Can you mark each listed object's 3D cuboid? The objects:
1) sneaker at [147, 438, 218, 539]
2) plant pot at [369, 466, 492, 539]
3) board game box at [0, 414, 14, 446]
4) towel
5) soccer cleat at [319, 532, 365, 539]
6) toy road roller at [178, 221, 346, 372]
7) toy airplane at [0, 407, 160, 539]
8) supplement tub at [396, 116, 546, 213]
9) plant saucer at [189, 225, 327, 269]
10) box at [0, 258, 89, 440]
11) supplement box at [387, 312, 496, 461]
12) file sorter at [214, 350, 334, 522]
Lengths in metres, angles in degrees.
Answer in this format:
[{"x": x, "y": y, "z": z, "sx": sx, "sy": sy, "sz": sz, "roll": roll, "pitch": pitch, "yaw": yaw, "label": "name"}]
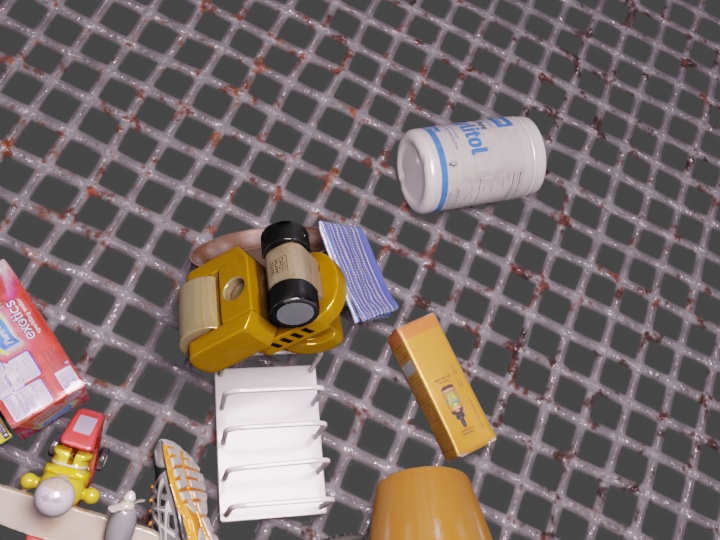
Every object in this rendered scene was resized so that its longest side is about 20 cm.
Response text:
[{"x": -0.234, "y": 0.308, "z": 1.047, "sx": 0.077, "sy": 0.078, "sz": 0.200, "roll": -25, "pitch": 63, "yaw": 10, "label": "sneaker"}, {"x": 0.088, "y": 0.356, "z": 1.055, "sx": 0.200, "sy": 0.200, "sz": 0.183, "roll": 4, "pitch": 54, "yaw": -13, "label": "plant pot"}, {"x": -0.562, "y": 0.180, "z": 1.017, "sx": 0.200, "sy": 0.062, "sz": 0.200, "roll": -32, "pitch": 80, "yaw": -22, "label": "board game box"}, {"x": 0.000, "y": 0.000, "z": 1.159, "sx": 0.024, "sy": 0.200, "sz": 0.145, "roll": -24, "pitch": 85, "yaw": 13, "label": "towel"}, {"x": -0.074, "y": 0.385, "z": 1.044, "sx": 0.200, "sy": 0.068, "sz": 0.073, "roll": -11, "pitch": 67, "yaw": -34, "label": "soccer cleat"}, {"x": -0.109, "y": 0.050, "z": 1.016, "sx": 0.200, "sy": 0.146, "sz": 0.123, "roll": -26, "pitch": 50, "yaw": 17, "label": "toy road roller"}, {"x": -0.363, "y": 0.282, "z": 0.983, "sx": 0.200, "sy": 0.141, "sz": 0.199, "roll": -24, "pitch": 79, "yaw": -22, "label": "toy airplane"}, {"x": 0.169, "y": -0.165, "z": 1.298, "sx": 0.200, "sy": 0.132, "sz": 0.132, "roll": -11, "pitch": 73, "yaw": -18, "label": "supplement tub"}, {"x": -0.133, "y": -0.019, "z": 1.153, "sx": 0.200, "sy": 0.200, "sz": 0.035, "roll": -11, "pitch": 108, "yaw": -18, "label": "plant saucer"}, {"x": -0.439, "y": 0.101, "z": 1.059, "sx": 0.100, "sy": 0.095, "sz": 0.200, "roll": -32, "pitch": 80, "yaw": -23, "label": "box"}, {"x": 0.113, "y": 0.166, "z": 1.192, "sx": 0.067, "sy": 0.069, "sz": 0.200, "roll": -21, "pitch": 74, "yaw": -20, "label": "supplement box"}, {"x": -0.111, "y": 0.211, "z": 1.077, "sx": 0.139, "sy": 0.125, "sz": 0.200, "roll": -1, "pitch": 70, "yaw": -13, "label": "file sorter"}]
